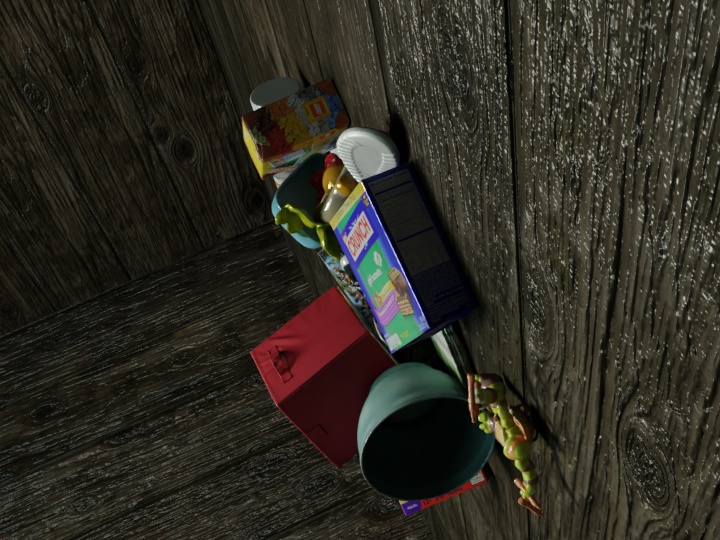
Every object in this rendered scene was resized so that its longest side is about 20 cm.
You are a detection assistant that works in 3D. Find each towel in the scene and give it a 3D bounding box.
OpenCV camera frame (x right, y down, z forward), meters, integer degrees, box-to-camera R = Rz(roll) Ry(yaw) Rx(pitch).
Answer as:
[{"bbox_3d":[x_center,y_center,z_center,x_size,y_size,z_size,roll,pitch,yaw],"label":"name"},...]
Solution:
[{"bbox_3d":[0.109,0.060,1.444,0.149,0.031,0.200,-124,10,-69],"label":"towel"}]

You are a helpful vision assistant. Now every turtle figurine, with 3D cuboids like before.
[{"bbox_3d":[0.169,0.175,1.176,0.200,0.064,0.161,59,-177,-17],"label":"turtle figurine"}]

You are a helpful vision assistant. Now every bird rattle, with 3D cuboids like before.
[{"bbox_3d":[-0.026,-0.117,1.479,0.113,0.200,0.163,36,137,-4],"label":"bird rattle"}]

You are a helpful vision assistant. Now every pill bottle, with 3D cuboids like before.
[{"bbox_3d":[-0.126,-0.243,1.838,0.116,0.116,0.200,-121,10,-49],"label":"pill bottle"}]

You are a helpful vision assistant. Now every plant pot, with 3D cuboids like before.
[{"bbox_3d":[0.082,0.221,1.486,0.134,0.200,0.201,-114,4,-54],"label":"plant pot"}]

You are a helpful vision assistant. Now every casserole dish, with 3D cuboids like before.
[{"bbox_3d":[-0.070,-0.106,1.585,0.121,0.200,0.039,45,132,-6],"label":"casserole dish"}]

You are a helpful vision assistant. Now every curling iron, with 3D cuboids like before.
[{"bbox_3d":[0.070,0.068,1.616,0.050,0.026,0.200,-43,49,48],"label":"curling iron"}]

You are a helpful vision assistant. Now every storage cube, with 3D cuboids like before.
[{"bbox_3d":[-0.038,0.166,1.597,0.200,0.180,0.171,52,180,-32],"label":"storage cube"}]

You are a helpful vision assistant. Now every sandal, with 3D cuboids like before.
[{"bbox_3d":[0.015,-0.154,1.292,0.203,0.082,0.050,89,-161,-77],"label":"sandal"}]

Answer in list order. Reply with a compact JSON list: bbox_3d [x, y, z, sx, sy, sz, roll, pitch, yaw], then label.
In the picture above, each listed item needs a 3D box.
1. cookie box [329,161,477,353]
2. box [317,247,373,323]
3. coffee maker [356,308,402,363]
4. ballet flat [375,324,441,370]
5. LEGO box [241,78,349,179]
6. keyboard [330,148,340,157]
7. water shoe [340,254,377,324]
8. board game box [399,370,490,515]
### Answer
[{"bbox_3d":[0.050,-0.012,1.286,0.200,0.075,0.171,65,160,8],"label":"cookie box"},{"bbox_3d":[0.000,0.000,1.654,0.137,0.038,0.200,55,-167,-5],"label":"box"},{"bbox_3d":[0.024,0.181,1.807,0.135,0.192,0.200,21,-141,-56],"label":"coffee maker"},{"bbox_3d":[0.079,0.117,1.686,0.200,0.074,0.074,-120,9,-56],"label":"ballet flat"},{"bbox_3d":[-0.106,-0.221,1.608,0.200,0.149,0.077,148,98,-84],"label":"LEGO box"},{"bbox_3d":[-0.020,-0.169,1.711,0.200,0.011,0.056,-121,10,-47],"label":"keyboard"},{"bbox_3d":[0.041,0.039,1.499,0.200,0.071,0.079,40,-141,-45],"label":"water shoe"},{"bbox_3d":[0.104,0.283,1.671,0.200,0.151,0.046,65,-169,5],"label":"board game box"}]
